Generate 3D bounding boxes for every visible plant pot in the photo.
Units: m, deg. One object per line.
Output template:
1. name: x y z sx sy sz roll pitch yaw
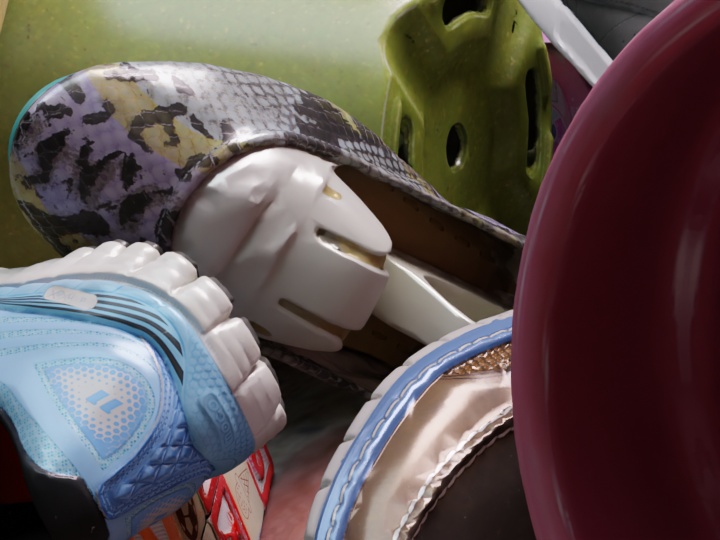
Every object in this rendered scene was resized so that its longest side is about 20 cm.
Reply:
1. plant pot: -0.047 -0.043 0.938 0.190 0.200 0.200 6 31 28
2. plant pot: 0.158 0.014 0.571 0.200 0.200 0.179 -4 11 39

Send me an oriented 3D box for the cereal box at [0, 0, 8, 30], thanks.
1. cereal box: -0.197 -0.123 0.884 0.199 0.040 0.144 2 43 2

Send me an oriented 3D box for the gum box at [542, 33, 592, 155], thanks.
1. gum box: 0.134 -0.072 0.957 0.113 0.066 0.200 -35 24 -35

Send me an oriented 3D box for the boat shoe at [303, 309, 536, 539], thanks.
1. boat shoe: 0.063 0.040 0.740 0.072 0.072 0.200 -1 29 41

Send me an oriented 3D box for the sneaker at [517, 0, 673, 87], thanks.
1. sneaker: 0.116 -0.079 0.826 0.071 0.099 0.200 6 29 -35

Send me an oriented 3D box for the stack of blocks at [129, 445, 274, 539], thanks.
1. stack of blocks: -0.132 0.085 0.841 0.200 0.059 0.115 -17 21 12

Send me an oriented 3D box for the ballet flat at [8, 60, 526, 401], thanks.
1. ballet flat: 0.000 0.000 0.781 0.072 0.200 0.072 -26 53 40

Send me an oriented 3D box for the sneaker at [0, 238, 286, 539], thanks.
1. sneaker: -0.119 0.039 0.750 0.200 0.078 0.090 -5 32 41
